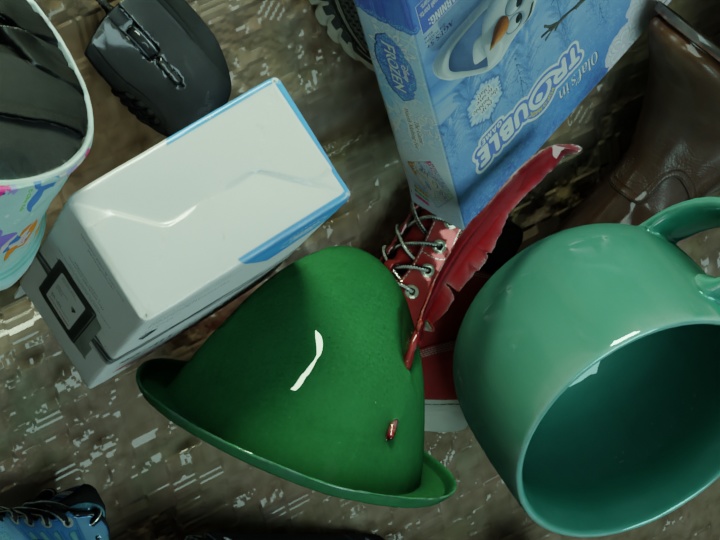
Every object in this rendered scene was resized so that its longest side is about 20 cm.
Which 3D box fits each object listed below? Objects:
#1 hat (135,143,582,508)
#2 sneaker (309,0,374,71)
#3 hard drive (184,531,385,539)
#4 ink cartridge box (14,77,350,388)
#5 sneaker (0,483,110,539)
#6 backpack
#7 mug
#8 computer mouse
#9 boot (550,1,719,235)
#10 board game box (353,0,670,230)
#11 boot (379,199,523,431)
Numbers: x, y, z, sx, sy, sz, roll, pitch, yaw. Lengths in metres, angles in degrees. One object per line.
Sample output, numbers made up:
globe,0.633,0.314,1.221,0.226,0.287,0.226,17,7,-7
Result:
hat,0.000,0.000,1.203,0.165,0.200,0.176,21,98,1
sneaker,0.012,-0.175,1.241,0.081,0.075,0.200,-31,129,-18
hard drive,-0.060,0.215,1.396,0.200,0.038,0.140,11,108,-55
ink cartridge box,-0.090,-0.010,1.182,0.116,0.200,0.068,-32,87,-19
sneaker,-0.180,0.139,1.296,0.090,0.078,0.200,-55,141,-9
backpack,-0.223,-0.062,1.078,0.200,0.178,0.151,-8,141,-33
mug,0.140,0.043,1.343,0.185,0.114,0.152,-28,136,-7
computer mouse,-0.122,-0.130,1.201,0.059,0.034,0.200,-46,131,-4
boot,0.137,-0.038,1.391,0.200,0.064,0.186,-44,148,0
board game box,0.085,-0.152,1.265,0.200,0.043,0.199,-48,150,-19
boot,0.000,0.014,1.344,0.200,0.072,0.144,-2,115,-43
